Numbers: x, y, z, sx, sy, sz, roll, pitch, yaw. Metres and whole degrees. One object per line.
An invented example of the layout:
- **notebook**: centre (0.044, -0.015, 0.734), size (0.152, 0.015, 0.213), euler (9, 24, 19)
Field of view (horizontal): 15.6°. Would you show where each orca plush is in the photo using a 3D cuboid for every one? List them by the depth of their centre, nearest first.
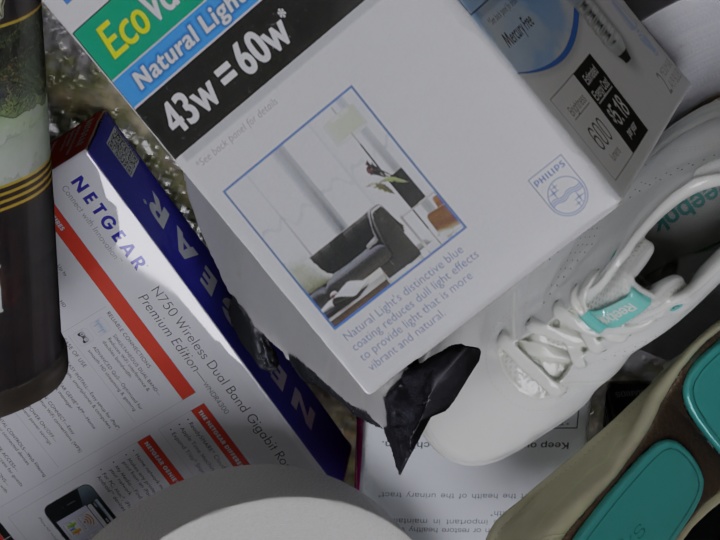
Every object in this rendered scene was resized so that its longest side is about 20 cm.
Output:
- **orca plush**: centre (0.000, 0.000, 1.111), size (0.071, 0.200, 0.106), euler (-14, 116, -27)

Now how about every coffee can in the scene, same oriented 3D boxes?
- **coffee can**: centre (-0.195, -0.051, 1.050), size (0.145, 0.146, 0.201), euler (-2, 108, -1)

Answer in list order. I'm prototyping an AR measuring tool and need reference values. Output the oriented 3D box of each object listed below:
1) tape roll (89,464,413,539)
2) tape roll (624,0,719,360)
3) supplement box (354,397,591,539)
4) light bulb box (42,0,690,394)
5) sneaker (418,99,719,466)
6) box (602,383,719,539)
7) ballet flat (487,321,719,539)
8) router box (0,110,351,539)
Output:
- **tape roll**: centre (-0.051, 0.182, 1.141), size (0.202, 0.037, 0.204), euler (-10, 115, -23)
- **tape roll**: centre (0.173, -0.054, 1.139), size (0.199, 0.066, 0.201), euler (-1, 124, -1)
- **supplement box**: centre (0.048, 0.095, 1.215), size (0.103, 0.101, 0.201), euler (-1, 124, -2)
- **light bulb box**: centre (0.006, -0.091, 0.995), size (0.125, 0.198, 0.200), euler (-38, 95, 21)
- **sneaker**: centre (0.097, 0.010, 1.068), size (0.075, 0.089, 0.200), euler (44, 103, -11)
- **box**: centre (0.175, 0.146, 1.190), size (0.121, 0.200, 0.107), euler (1, 119, -4)
- **ballet flat**: centre (0.131, 0.072, 1.118), size (0.200, 0.069, 0.070), euler (-39, 126, -22)
- **router box**: centre (-0.132, 0.058, 1.191), size (0.179, 0.049, 0.200), euler (-29, 109, 17)
